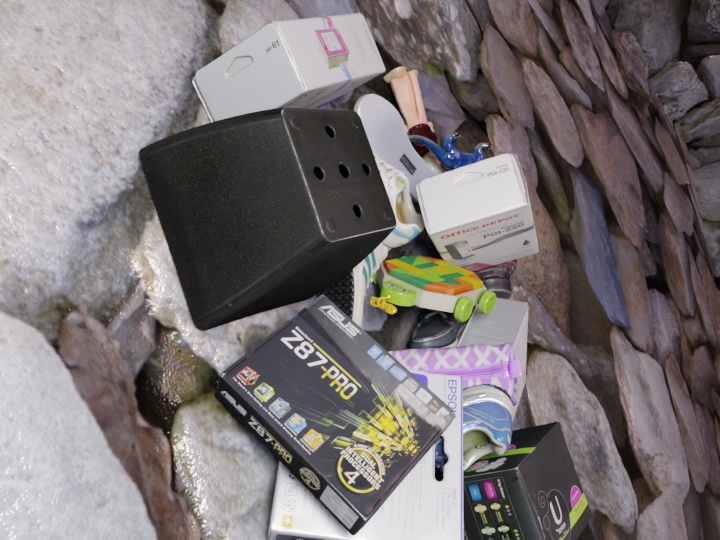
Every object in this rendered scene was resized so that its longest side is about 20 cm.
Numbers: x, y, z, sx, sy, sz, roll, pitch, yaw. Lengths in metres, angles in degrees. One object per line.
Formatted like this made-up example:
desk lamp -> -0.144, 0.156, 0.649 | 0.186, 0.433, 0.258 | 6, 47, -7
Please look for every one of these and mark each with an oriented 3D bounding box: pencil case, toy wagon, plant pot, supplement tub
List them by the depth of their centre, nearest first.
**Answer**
plant pot -> -0.082, -0.074, 0.774 | 0.199, 0.176, 0.202 | -15, 84, -54
pencil case -> 0.097, 0.132, 0.894 | 0.086, 0.197, 0.085 | 63, 22, -61
toy wagon -> 0.086, 0.022, 0.977 | 0.199, 0.154, 0.040 | -9, 117, -54
supplement tub -> 0.200, -0.049, 1.202 | 0.106, 0.106, 0.203 | 18, 59, -48

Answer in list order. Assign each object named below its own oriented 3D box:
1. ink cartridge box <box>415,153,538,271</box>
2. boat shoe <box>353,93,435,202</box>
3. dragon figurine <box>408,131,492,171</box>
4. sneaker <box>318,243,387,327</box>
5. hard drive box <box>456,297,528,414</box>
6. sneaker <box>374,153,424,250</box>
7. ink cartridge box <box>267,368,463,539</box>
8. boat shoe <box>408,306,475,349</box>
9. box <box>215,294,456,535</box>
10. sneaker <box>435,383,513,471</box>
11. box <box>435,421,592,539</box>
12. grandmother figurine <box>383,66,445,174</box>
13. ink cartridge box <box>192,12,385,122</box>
ink cartridge box -> 0.175, -0.074, 1.049 | 0.200, 0.144, 0.086 | 47, 29, -64
boat shoe -> 0.041, -0.178, 1.092 | 0.074, 0.065, 0.201 | -46, 123, -16
dragon figurine -> 0.152, -0.154, 1.132 | 0.197, 0.059, 0.101 | 15, 66, -16
sneaker -> 0.000, 0.000, 0.909 | 0.093, 0.070, 0.203 | 7, 79, -43
hard drive box -> 0.183, 0.158, 1.044 | 0.200, 0.076, 0.158 | -51, 143, -51
sneaker -> 0.020, -0.128, 1.022 | 0.201, 0.080, 0.077 | 59, 38, -12
ink cartridge box -> 0.012, 0.197, 0.779 | 0.197, 0.044, 0.200 | 9, 56, -4
boat shoe -> 0.119, 0.069, 1.047 | 0.199, 0.074, 0.063 | -26, 114, -56
box -> -0.024, 0.139, 0.745 | 0.200, 0.049, 0.161 | 41, 48, 15
sneaker -> 0.081, 0.193, 0.836 | 0.076, 0.198, 0.077 | 58, 19, -29
box -> 0.152, 0.282, 0.883 | 0.148, 0.198, 0.126 | -18, 86, -55
grandmother figurine -> 0.096, -0.235, 1.201 | 0.120, 0.060, 0.203 | -12, 80, -46
ink cartridge box -> -0.083, -0.239, 0.885 | 0.200, 0.143, 0.086 | -33, 100, -55
